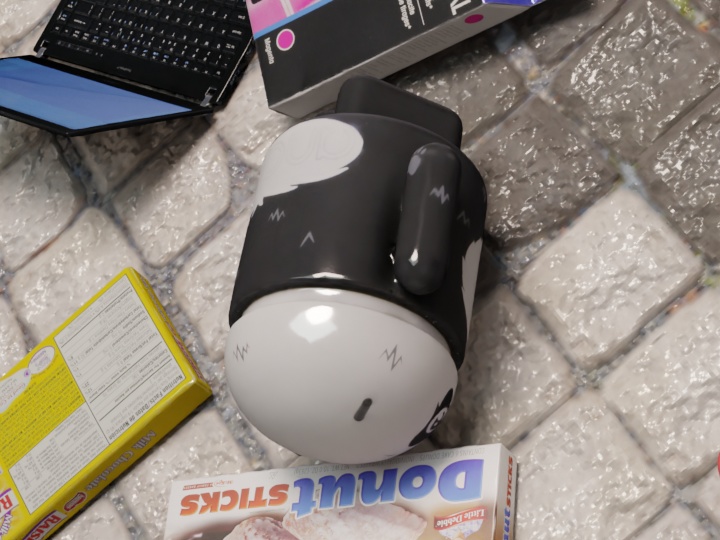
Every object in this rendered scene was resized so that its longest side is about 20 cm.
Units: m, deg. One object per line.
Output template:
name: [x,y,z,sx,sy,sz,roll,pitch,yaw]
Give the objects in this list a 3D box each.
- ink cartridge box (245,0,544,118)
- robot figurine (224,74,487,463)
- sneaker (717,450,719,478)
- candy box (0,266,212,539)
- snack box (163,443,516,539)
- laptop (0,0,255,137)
ink cartridge box: [0.024,-0.168,1.112,0.200,0.037,0.095,-22,70,27]
robot figurine: [0.001,0.001,1.001,0.124,0.150,0.200,1,58,17]
sneaker: [0.189,0.155,0.827,0.077,0.085,0.200,-25,54,19]
candy box: [-0.183,0.097,1.131,0.200,0.026,0.102,-41,53,8]
snack box: [-0.015,0.136,1.005,0.200,0.024,0.072,-10,59,28]
laptop: [-0.162,-0.164,1.209,0.177,0.103,0.200,19,77,37]
